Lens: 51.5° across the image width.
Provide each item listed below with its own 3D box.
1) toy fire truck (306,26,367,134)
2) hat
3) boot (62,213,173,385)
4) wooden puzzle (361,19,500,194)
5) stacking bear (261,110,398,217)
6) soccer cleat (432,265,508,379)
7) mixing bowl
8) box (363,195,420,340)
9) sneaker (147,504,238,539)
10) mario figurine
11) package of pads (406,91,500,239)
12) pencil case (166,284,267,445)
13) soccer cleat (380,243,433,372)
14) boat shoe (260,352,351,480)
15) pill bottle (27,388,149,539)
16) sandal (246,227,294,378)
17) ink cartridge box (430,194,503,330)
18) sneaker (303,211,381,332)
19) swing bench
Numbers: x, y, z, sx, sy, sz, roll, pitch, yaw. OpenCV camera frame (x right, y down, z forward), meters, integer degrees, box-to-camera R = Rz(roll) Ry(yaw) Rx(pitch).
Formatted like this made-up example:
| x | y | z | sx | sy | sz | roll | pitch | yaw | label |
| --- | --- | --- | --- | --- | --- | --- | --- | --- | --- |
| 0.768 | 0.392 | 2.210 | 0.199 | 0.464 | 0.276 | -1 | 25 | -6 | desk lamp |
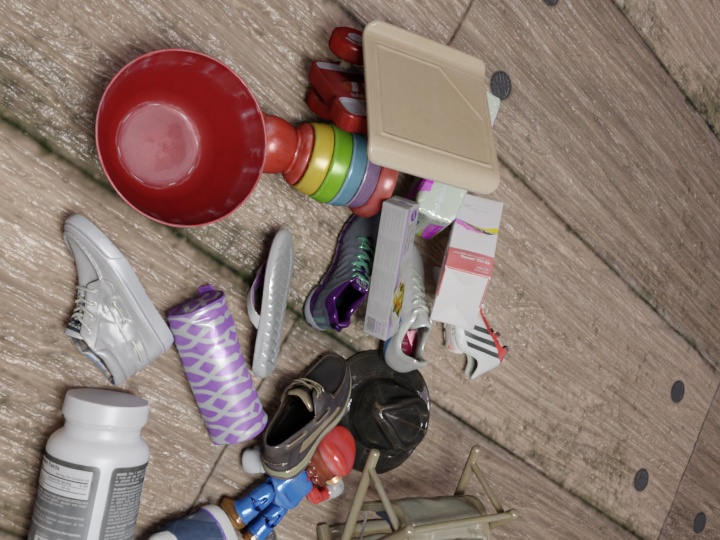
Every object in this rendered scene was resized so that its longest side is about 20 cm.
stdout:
| x | y | z | sx | sy | sz | roll | pitch | yaw | label |
| --- | --- | --- | --- | --- | --- | --- | --- | --- | --- |
| 0.031 | -0.225 | 0.990 | 0.200 | 0.168 | 0.112 | 2 | 132 | -32 | toy fire truck |
| 0.043 | 0.218 | 1.105 | 0.200 | 0.081 | 0.201 | -4 | 97 | -32 | hat |
| -0.305 | 0.040 | 0.867 | 0.096 | 0.073 | 0.200 | -43 | 116 | -30 | boot |
| 0.084 | -0.200 | 0.930 | 0.185 | 0.037 | 0.200 | 12 | 63 | -25 | wooden puzzle |
| -0.060 | -0.148 | 0.992 | 0.200 | 0.114 | 0.122 | 14 | 105 | -25 | stacking bear |
| 0.158 | 0.083 | 1.179 | 0.085 | 0.069 | 0.200 | -37 | 111 | -10 | soccer cleat |
| -0.224 | -0.151 | 0.884 | 0.200 | 0.108 | 0.201 | -3 | 95 | -33 | mixing bowl |
| 0.041 | -0.001 | 1.021 | 0.039 | 0.041 | 0.200 | -31 | 135 | -54 | box |
| -0.204 | 0.410 | 0.931 | 0.146 | 0.081 | 0.200 | -22 | 87 | -48 | sneaker |
| -0.095 | 0.286 | 1.041 | 0.200 | 0.106 | 0.124 | -36 | 150 | -15 | mario figurine |
| 0.126 | -0.151 | 1.085 | 0.068 | 0.155 | 0.200 | 24 | 81 | -3 | package of pads |
| -0.179 | 0.125 | 0.956 | 0.086 | 0.084 | 0.200 | -50 | 129 | -63 | pencil case |
| 0.078 | 0.050 | 1.102 | 0.070 | 0.086 | 0.201 | 8 | 82 | -33 | soccer cleat |
| -0.068 | 0.183 | 1.000 | 0.073 | 0.074 | 0.200 | 84 | 26 | -44 | boat shoe |
| -0.308 | 0.245 | 0.859 | 0.116 | 0.116 | 0.201 | 13 | 87 | -33 | pill bottle |
| -0.129 | 0.042 | 0.994 | 0.050 | 0.082 | 0.203 | 9 | 91 | 10 | sandal |
| 0.159 | -0.029 | 1.091 | 0.067 | 0.117 | 0.200 | 14 | 48 | 5 | ink cartridge box |
| 0.000 | 0.000 | 1.054 | 0.074 | 0.087 | 0.200 | 33 | 76 | -30 | sneaker |
| 0.076 | 0.361 | 1.063 | 0.199 | 0.130 | 0.200 | 5 | 129 | -33 | swing bench |
